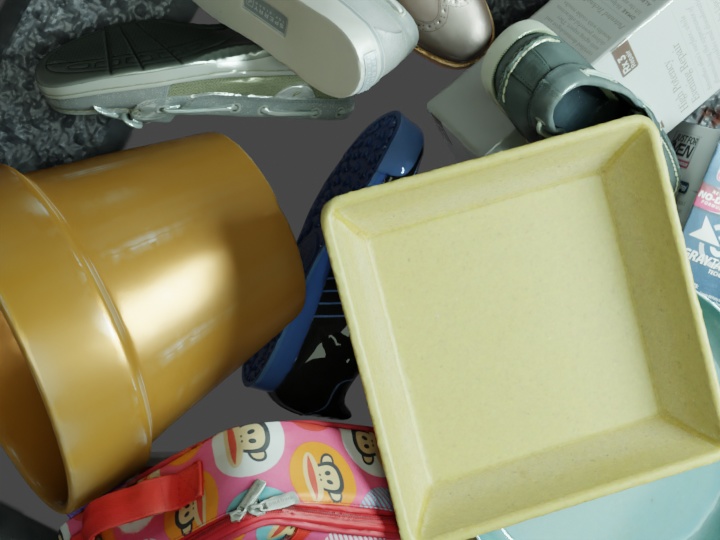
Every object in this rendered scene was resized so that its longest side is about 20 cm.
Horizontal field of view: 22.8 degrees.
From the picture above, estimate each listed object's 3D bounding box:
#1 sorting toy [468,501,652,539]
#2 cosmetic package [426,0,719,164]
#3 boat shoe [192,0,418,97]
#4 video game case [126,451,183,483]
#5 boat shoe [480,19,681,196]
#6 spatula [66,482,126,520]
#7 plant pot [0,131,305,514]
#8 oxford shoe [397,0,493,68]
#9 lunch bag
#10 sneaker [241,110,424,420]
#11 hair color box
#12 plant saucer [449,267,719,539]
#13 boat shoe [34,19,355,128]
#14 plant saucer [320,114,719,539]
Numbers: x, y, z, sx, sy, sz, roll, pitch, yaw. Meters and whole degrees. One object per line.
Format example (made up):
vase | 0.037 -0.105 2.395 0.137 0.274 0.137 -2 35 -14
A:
sorting toy | 0.066 0.198 1.118 0.184 0.037 0.201 33 115 -9
cosmetic package | 0.149 -0.121 1.125 0.200 0.074 0.102 -42 138 -3
boat shoe | -0.048 -0.182 1.065 0.068 0.199 0.072 -31 146 -37
video game case | -0.058 0.188 1.170 0.198 0.017 0.145 1 100 -19
boat shoe | 0.143 -0.076 1.059 0.073 0.062 0.200 -49 138 5
spatula | -0.142 0.182 1.160 0.056 0.021 0.201 -33 108 -10
plant pot | -0.140 0.012 1.057 0.182 0.200 0.202 -27 105 -23
oxford shoe | 0.016 -0.203 1.093 0.071 0.073 0.200 -43 106 -2
lunch bag | -0.078 0.150 1.031 0.175 0.199 0.083 14 55 -42
sneaker | 0.000 0.000 1.140 0.077 0.070 0.201 26 97 -23
hair color box | 0.203 0.007 1.163 0.060 0.100 0.202 19 96 -15
plant saucer | 0.147 0.099 1.057 0.198 0.027 0.203 0 93 -10
boat shoe | -0.097 -0.114 1.095 0.200 0.075 0.065 -9 121 -17
plant saucer | 0.090 0.033 1.008 0.198 0.048 0.202 -15 95 -9
